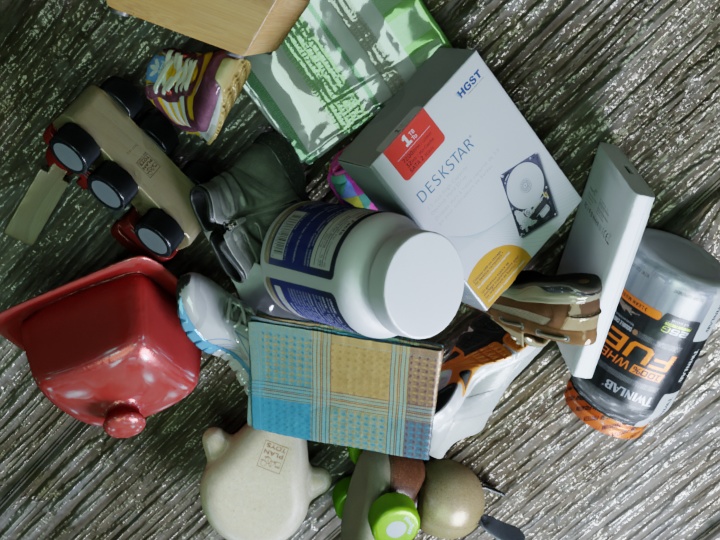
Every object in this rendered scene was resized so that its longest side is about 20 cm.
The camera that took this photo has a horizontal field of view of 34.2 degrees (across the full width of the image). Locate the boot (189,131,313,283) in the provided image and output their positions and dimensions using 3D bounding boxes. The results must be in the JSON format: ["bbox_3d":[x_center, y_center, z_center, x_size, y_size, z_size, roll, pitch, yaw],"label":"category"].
[{"bbox_3d":[-0.091,-0.028,1.190,0.067,0.131,0.202,-6,122,48],"label":"boot"}]

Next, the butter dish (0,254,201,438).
[{"bbox_3d":[-0.254,0.103,1.223,0.197,0.150,0.200,-21,150,11],"label":"butter dish"}]

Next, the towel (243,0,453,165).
[{"bbox_3d":[-0.023,-0.214,1.160,0.198,0.031,0.150,-33,111,16],"label":"towel"}]

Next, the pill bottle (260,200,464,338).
[{"bbox_3d":[0.000,0.000,1.100,0.114,0.199,0.118,-7,102,-35],"label":"pill bottle"}]

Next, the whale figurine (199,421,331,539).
[{"bbox_3d":[-0.107,0.213,1.346,0.157,0.104,0.203,20,91,-7],"label":"whale figurine"}]

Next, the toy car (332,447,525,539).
[{"bbox_3d":[0.083,0.276,1.332,0.196,0.165,0.160,6,117,-15],"label":"toy car"}]

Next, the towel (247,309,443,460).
[{"bbox_3d":[-0.019,0.119,1.193,0.196,0.022,0.149,9,123,6],"label":"towel"}]

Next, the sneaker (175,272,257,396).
[{"bbox_3d":[-0.113,0.063,1.226,0.086,0.076,0.200,-21,132,25],"label":"sneaker"}]

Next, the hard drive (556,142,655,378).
[{"bbox_3d":[0.239,-0.012,1.192,0.026,0.132,0.203,8,116,-10],"label":"hard drive"}]

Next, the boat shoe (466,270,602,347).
[{"bbox_3d":[0.170,0.042,1.188,0.074,0.199,0.075,-11,96,-26],"label":"boat shoe"}]

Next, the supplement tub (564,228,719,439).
[{"bbox_3d":[0.298,0.069,1.236,0.120,0.123,0.203,17,115,-7],"label":"supplement tub"}]

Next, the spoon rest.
[{"bbox_3d":[-0.101,0.017,1.257,0.099,0.061,0.201,-33,110,16],"label":"spoon rest"}]

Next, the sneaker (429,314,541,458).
[{"bbox_3d":[0.129,0.123,1.277,0.199,0.076,0.093,-35,132,-13],"label":"sneaker"}]

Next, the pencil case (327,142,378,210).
[{"bbox_3d":[0.036,-0.041,1.213,0.087,0.089,0.202,-21,111,12],"label":"pencil case"}]

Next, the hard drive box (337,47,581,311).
[{"bbox_3d":[0.099,-0.089,1.145,0.156,0.077,0.200,-48,117,-10],"label":"hard drive box"}]

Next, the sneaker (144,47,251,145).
[{"bbox_3d":[-0.162,-0.172,1.100,0.089,0.200,0.076,29,78,-9],"label":"sneaker"}]

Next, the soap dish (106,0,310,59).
[{"bbox_3d":[-0.135,-0.249,1.040,0.155,0.200,0.083,20,103,1],"label":"soap dish"}]

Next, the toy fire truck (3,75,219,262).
[{"bbox_3d":[-0.267,-0.075,1.201,0.176,0.129,0.199,45,149,-18],"label":"toy fire truck"}]
